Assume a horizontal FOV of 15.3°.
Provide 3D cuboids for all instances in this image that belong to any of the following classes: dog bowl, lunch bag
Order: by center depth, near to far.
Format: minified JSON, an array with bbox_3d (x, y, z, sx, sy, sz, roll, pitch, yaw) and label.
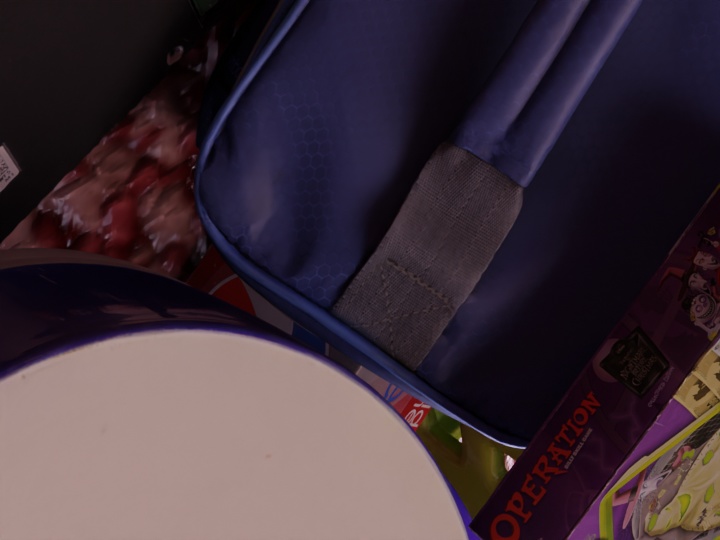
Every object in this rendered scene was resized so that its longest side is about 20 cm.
[{"bbox_3d":[-0.070,0.100,0.636,0.199,0.079,0.202,-9,106,-32],"label":"dog bowl"},{"bbox_3d":[0.052,-0.062,0.700,0.201,0.135,0.132,-56,-171,8],"label":"lunch bag"}]

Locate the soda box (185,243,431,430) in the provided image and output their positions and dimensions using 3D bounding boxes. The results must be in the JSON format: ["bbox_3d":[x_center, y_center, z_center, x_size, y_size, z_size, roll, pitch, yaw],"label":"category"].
[{"bbox_3d":[0.000,0.000,0.821,0.201,0.070,0.063,-56,153,7],"label":"soda box"}]

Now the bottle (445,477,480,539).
[{"bbox_3d":[-0.049,0.132,0.748,0.200,0.065,0.084,-41,132,-21],"label":"bottle"}]

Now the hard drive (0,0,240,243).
[{"bbox_3d":[-0.100,-0.061,0.619,0.200,0.038,0.140,-46,154,-10],"label":"hard drive"}]

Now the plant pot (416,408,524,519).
[{"bbox_3d":[0.125,0.016,0.912,0.199,0.200,0.182,-39,145,-21],"label":"plant pot"}]

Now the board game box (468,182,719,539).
[{"bbox_3d":[0.114,0.042,0.722,0.120,0.032,0.200,-58,150,5],"label":"board game box"}]
